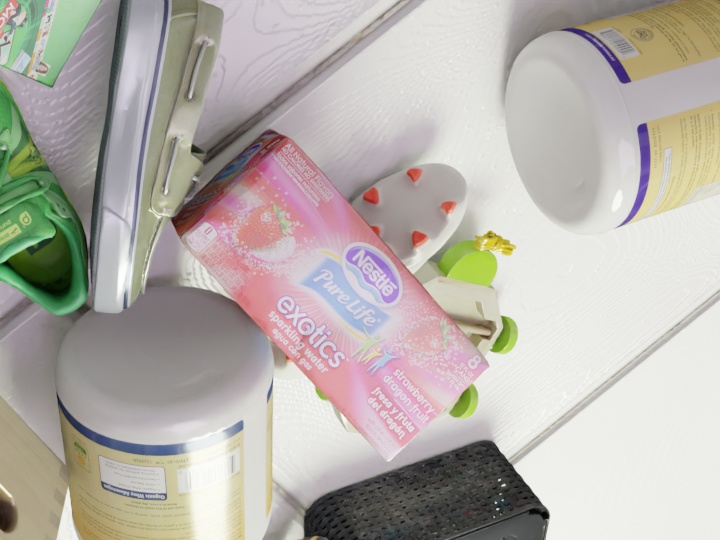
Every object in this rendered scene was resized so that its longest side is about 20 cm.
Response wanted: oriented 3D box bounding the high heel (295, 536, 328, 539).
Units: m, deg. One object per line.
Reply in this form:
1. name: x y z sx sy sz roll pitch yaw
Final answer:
1. high heel: -0.120 0.289 1.075 0.142 0.072 0.200 12 126 -45

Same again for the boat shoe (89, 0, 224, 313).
1. boat shoe: -0.124 -0.067 0.769 0.062 0.072 0.201 7 108 -16

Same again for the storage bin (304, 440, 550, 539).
1. storage bin: 0.057 0.252 1.151 0.199 0.094 0.136 -16 131 -23

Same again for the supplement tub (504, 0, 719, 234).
1. supplement tub: 0.221 -0.118 0.925 0.199 0.145 0.146 -17 132 -21

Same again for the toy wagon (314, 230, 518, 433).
1. toy wagon: 0.056 0.048 1.026 0.155 0.040 0.200 12 116 -39

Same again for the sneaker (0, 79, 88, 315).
1. sneaker: -0.210 -0.050 0.744 0.074 0.084 0.200 -36 135 -3

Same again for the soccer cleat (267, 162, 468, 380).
1. soccer cleat: 0.000 0.000 0.941 0.200 0.069 0.078 -45 164 -3

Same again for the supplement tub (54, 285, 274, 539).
1. supplement tub: -0.132 0.127 0.891 0.144 0.144 0.201 -15 130 -23

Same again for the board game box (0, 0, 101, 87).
1. board game box: -0.176 -0.208 0.680 0.134 0.029 0.200 20 111 -42

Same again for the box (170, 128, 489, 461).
1. box: -0.022 0.013 0.839 0.095 0.103 0.200 -42 104 -2

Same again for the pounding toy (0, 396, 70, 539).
1. pounding toy: -0.310 0.140 0.756 0.183 0.143 0.200 -11 137 16
